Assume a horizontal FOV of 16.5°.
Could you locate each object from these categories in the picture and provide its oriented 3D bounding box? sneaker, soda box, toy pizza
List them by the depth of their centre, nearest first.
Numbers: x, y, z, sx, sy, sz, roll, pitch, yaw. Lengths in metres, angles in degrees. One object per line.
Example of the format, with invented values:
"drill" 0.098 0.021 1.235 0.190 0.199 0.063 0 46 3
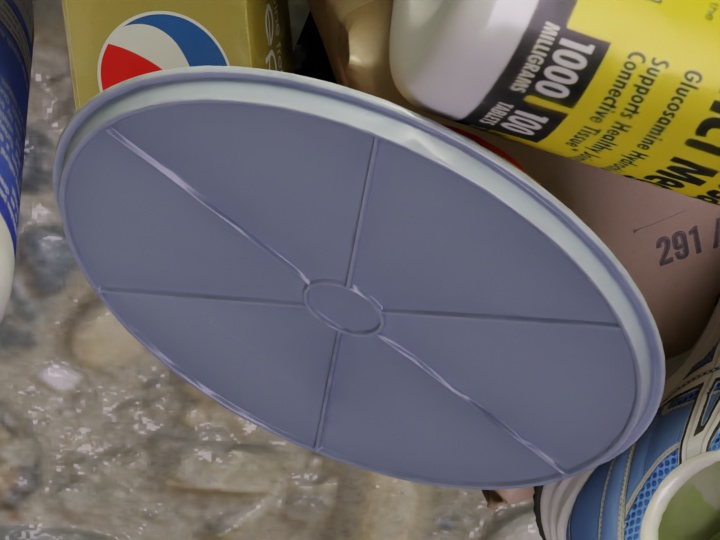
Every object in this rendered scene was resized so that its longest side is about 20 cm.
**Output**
"toy pizza" 0.000 0.000 0.762 0.199 0.032 0.201 18 148 11
"sneaker" 0.143 0.038 0.792 0.076 0.077 0.200 34 103 -27
"soda box" -0.061 -0.101 0.819 0.064 0.068 0.201 -1 110 10

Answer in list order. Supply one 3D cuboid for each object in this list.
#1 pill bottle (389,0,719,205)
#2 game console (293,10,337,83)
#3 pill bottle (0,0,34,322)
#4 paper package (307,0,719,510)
"pill bottle" 0.117 -0.072 0.704 0.199 0.113 0.113 16 133 -13
"game console" 0.079 -0.048 0.903 0.199 0.117 0.176 25 140 -26
"pill bottle" -0.172 -0.029 0.854 0.111 0.201 0.113 -1 136 -1
"paper package" 0.100 -0.048 0.838 0.199 0.104 0.191 -21 122 -2
